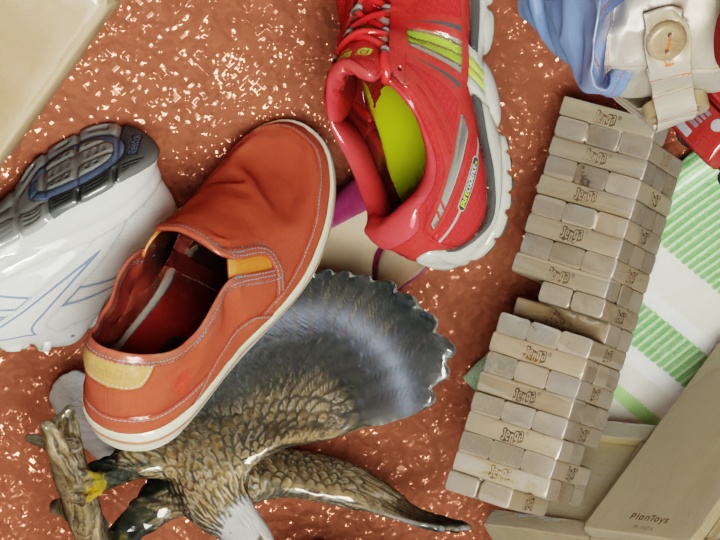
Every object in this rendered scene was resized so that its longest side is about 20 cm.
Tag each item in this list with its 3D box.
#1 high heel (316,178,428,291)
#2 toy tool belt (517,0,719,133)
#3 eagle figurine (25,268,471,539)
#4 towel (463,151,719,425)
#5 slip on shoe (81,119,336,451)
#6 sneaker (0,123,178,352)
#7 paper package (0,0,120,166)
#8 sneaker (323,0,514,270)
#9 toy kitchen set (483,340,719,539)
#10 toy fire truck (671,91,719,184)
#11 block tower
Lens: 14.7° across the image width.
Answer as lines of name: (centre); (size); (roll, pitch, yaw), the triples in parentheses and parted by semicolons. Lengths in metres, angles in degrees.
high heel: (0.000, 0.000, 1.375); (0.067, 0.096, 0.201); (20, 112, -20)
toy tool belt: (0.121, -0.124, 1.276); (0.122, 0.200, 0.126); (3, 108, -14)
eagle figurine: (-0.054, 0.093, 1.387); (0.199, 0.152, 0.152); (-22, 87, -13)
towel: (0.175, 0.028, 1.465); (0.152, 0.023, 0.200); (38, 107, -24)
slip on shoe: (-0.070, -0.004, 1.317); (0.074, 0.200, 0.061); (18, 141, 22)
sneaker: (-0.174, 0.010, 1.366); (0.199, 0.075, 0.087); (-25, 124, 4)
paper package: (-0.232, -0.113, 1.257); (0.190, 0.104, 0.200); (34, 108, -11)
sneaker: (0.016, -0.099, 1.282); (0.077, 0.201, 0.085); (-25, 161, 36)
toy kitchen set: (0.213, 0.138, 1.434); (0.163, 0.199, 0.181); (-50, 122, -28)
toy fire truck: (0.255, -0.076, 1.373); (0.200, 0.049, 0.141); (30, 106, -41)
block tower: (0.103, 0.021, 1.378); (0.054, 0.058, 0.201); (16, 88, 25)
